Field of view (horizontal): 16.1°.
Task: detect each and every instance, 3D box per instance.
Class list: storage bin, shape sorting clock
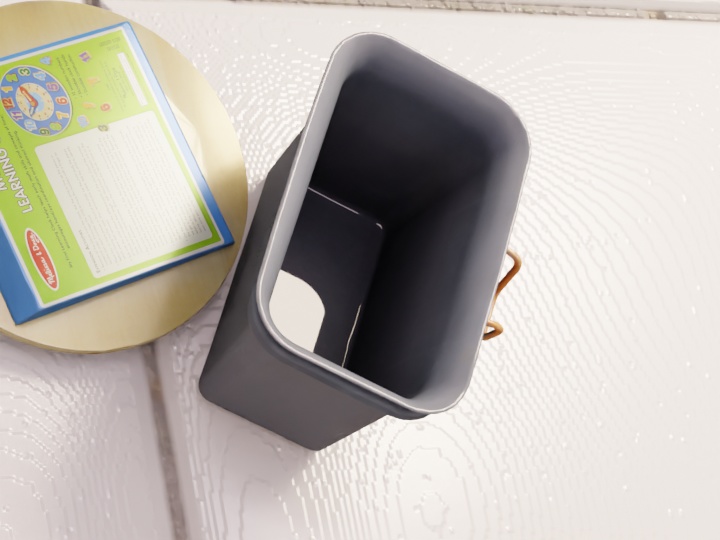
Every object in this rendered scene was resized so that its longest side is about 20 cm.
[{"bbox_3d":[0.000,0.000,1.371,0.145,0.134,0.201,26,59,-16],"label":"storage bin"},{"bbox_3d":[-0.155,-0.051,1.367,0.199,0.039,0.201,11,65,-24],"label":"shape sorting clock"}]
